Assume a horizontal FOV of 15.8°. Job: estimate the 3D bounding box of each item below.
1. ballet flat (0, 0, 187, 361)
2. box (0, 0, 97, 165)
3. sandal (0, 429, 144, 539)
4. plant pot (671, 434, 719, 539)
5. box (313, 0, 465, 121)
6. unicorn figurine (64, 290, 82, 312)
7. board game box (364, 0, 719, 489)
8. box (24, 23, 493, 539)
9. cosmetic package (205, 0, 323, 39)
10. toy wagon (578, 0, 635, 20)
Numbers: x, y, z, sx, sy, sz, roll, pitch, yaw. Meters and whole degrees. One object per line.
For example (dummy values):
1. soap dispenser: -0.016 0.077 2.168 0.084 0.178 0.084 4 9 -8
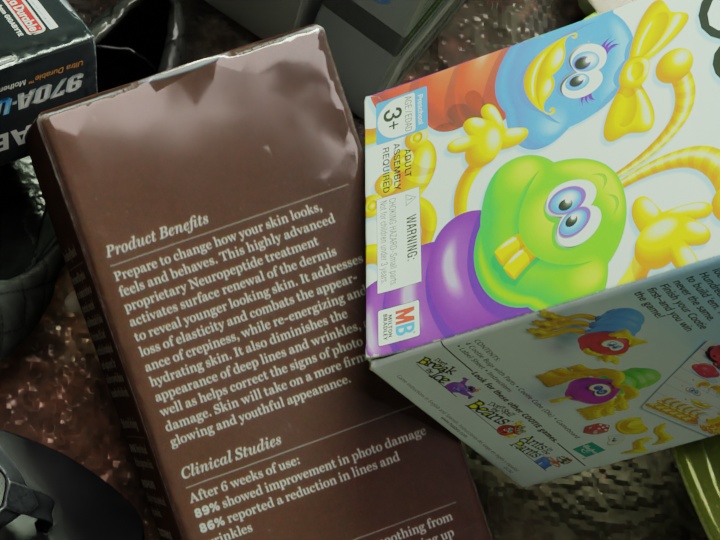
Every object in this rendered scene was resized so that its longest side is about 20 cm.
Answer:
1. ballet flat: -0.122 -0.032 0.914 0.066 0.057 0.200 27 49 4
2. box: -0.206 -0.100 0.912 0.158 0.046 0.200 -21 50 -25
3. sandal: -0.167 0.067 0.866 0.199 0.043 0.076 22 58 -3
4. plant pot: 0.233 0.026 0.876 0.200 0.190 0.201 28 47 -35
5. box: 0.052 -0.165 0.968 0.041 0.200 0.156 35 59 3
6. unicorn figurine: 0.000 0.000 0.944 0.200 0.074 0.138 -36 85 -15
7. board game box: 0.112 -0.020 0.812 0.105 0.199 0.103 40 41 -48
8. box: -0.033 0.031 0.860 0.100 0.075 0.201 -18 92 -12
9. cosmetic package: -0.011 -0.196 1.036 0.107 0.085 0.200 33 59 7
10. toy wagon: 0.147 -0.119 1.038 0.200 0.040 0.155 -38 87 -3
